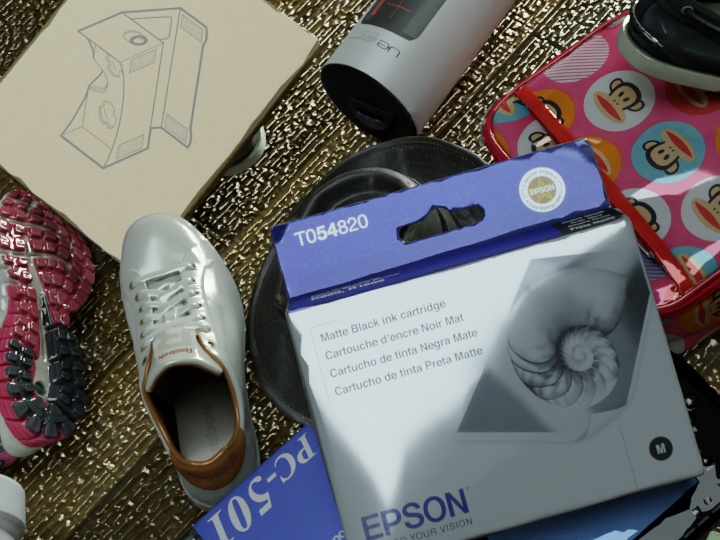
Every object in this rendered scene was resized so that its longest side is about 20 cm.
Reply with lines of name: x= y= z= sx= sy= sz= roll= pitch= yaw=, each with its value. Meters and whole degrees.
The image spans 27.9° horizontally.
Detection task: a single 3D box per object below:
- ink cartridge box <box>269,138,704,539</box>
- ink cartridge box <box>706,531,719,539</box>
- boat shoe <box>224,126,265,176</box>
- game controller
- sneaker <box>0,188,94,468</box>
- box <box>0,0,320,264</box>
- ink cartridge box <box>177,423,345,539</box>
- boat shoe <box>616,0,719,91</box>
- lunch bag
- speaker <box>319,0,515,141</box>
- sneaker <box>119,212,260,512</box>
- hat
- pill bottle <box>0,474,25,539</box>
ink cartridge box: x=0.065 y=0.041 z=0.790 sx=0.198 sy=0.041 sz=0.202 roll=-16 pitch=79 yaw=-1
ink cartridge box: x=0.235 y=0.237 z=0.712 sx=0.199 sy=0.048 sz=0.146 roll=22 pitch=66 yaw=28
boat shoe: x=-0.141 y=-0.143 z=1.029 sx=0.072 sy=0.060 sz=0.202 roll=-38 pitch=59 yaw=-12
game controller: x=0.126 y=0.132 z=0.806 sx=0.199 sy=0.042 sz=0.104 roll=-39 pitch=58 yaw=-10
sneaker: x=-0.226 y=0.032 z=0.940 sx=0.074 sy=0.080 sz=0.201 roll=-32 pitch=43 yaw=30
box: x=-0.149 y=-0.121 z=0.977 sx=0.163 sy=0.021 sz=0.201 roll=37 pitch=83 yaw=8
ink cartridge box: x=-0.071 y=0.190 z=0.819 sx=0.200 sy=0.044 sz=0.094 roll=-41 pitch=60 yaw=-12
boat shoe: x=0.253 y=-0.141 z=0.848 sx=0.197 sy=0.066 sz=0.075 roll=11 pitch=44 yaw=-6
lunch bag: x=0.169 y=-0.050 z=0.888 sx=0.175 sy=0.082 sz=0.201 roll=-34 pitch=56 yaw=-3
speaker: x=0.058 y=-0.183 z=0.993 sx=0.081 sy=0.081 sz=0.201 roll=27 pitch=69 yaw=27
sneaker: x=-0.104 y=0.040 z=0.880 sx=0.072 sy=0.085 sz=0.202 roll=-19 pitch=65 yaw=-3
hat: x=0.000 y=0.000 z=0.869 sx=0.199 sy=0.081 sz=0.203 roll=-9 pitch=69 yaw=25
pill bottle: x=-0.232 y=0.218 z=0.790 sx=0.114 sy=0.116 sz=0.202 roll=-9 pitch=63 yaw=8
